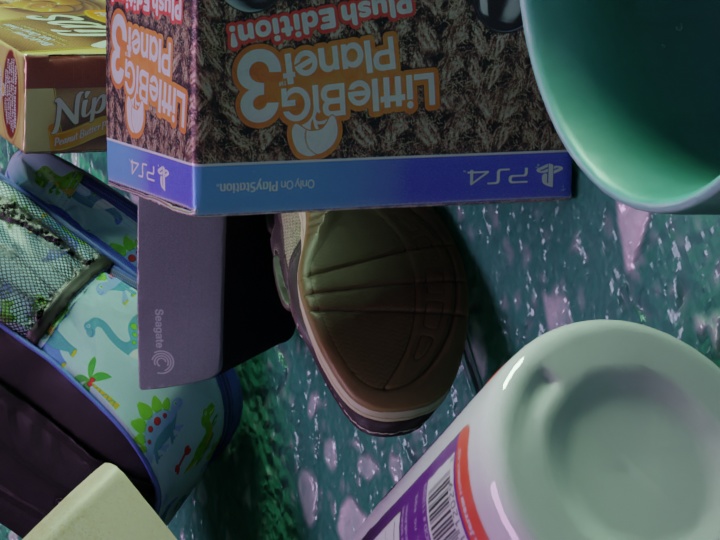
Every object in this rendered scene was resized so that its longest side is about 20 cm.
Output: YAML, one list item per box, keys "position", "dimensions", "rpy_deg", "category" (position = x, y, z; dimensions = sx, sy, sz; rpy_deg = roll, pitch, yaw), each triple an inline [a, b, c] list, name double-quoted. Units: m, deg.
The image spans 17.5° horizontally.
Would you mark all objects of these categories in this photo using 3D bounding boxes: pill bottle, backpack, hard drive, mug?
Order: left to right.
- position: [-0.159, 0.046, 1.235]
  dimensions: [0.200, 0.147, 0.183]
  rpy_deg: [38, 146, 5]
  category: "backpack"
- position: [-0.060, -0.052, 1.072]
  dimensions: [0.135, 0.042, 0.201]
  rpy_deg: [-23, -63, -70]
  category: "hard drive"
- position: [0.057, 0.109, 0.828]
  dimensions: [0.200, 0.111, 0.112]
  rpy_deg: [126, 135, -55]
  category: "pill bottle"
- position: [0.134, -0.091, 0.627]
  dimensions: [0.185, 0.114, 0.153]
  rpy_deg: [-168, 76, -64]
  category: "mug"

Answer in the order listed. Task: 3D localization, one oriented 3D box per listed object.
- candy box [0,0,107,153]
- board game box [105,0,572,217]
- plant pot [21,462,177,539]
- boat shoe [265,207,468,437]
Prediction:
- position: [-0.157, -0.111, 1.273]
  dimensions: [0.200, 0.115, 0.056]
  rpy_deg: [-147, 57, -61]
  category: "candy box"
- position: [-0.007, -0.128, 0.884]
  dimensions: [0.097, 0.158, 0.201]
  rpy_deg: [-160, 68, -64]
  category: "board game box"
- position: [-0.151, 0.251, 1.143]
  dimensions: [0.200, 0.177, 0.200]
  rpy_deg: [50, 145, 9]
  category: "plant pot"
- position: [-0.001, 0.000, 1.002]
  dimensions: [0.066, 0.071, 0.202]
  rpy_deg: [99, 162, -44]
  category: "boat shoe"
